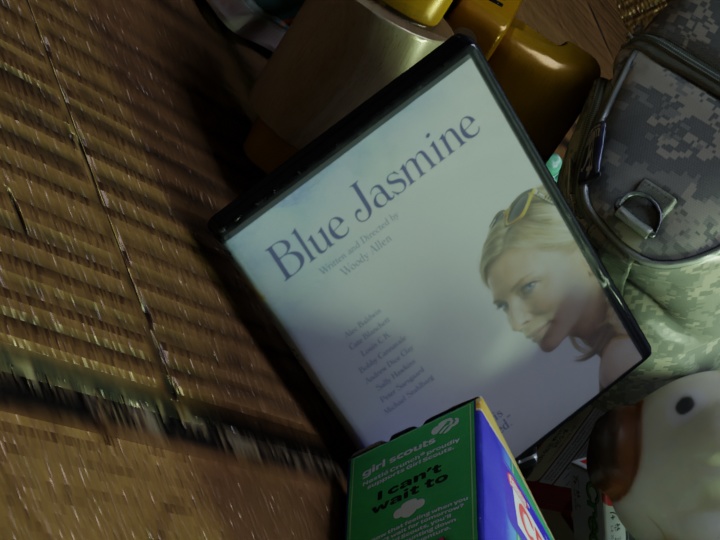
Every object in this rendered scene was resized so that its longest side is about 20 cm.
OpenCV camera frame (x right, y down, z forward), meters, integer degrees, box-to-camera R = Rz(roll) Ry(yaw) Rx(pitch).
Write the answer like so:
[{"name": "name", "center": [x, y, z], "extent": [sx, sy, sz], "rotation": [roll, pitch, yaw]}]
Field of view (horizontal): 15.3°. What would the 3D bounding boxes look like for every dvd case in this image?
[{"name": "dvd case", "center": [0.036, 0.009, 1.223], "extent": [0.200, 0.143, 0.018], "rotation": [57, -8, -32]}]

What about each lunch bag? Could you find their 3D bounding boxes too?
[{"name": "lunch bag", "center": [0.165, -0.029, 1.364], "extent": [0.139, 0.168, 0.200], "rotation": [33, -24, 14]}]

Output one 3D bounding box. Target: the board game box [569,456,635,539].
[{"name": "board game box", "center": [0.173, 0.181, 1.378], "extent": [0.035, 0.126, 0.201], "rotation": [24, -57, 59]}]

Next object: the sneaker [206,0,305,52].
[{"name": "sneaker", "center": [-0.028, -0.163, 1.447], "extent": [0.071, 0.080, 0.200], "rotation": [62, 12, 4]}]

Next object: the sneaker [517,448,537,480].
[{"name": "sneaker", "center": [0.017, 0.031, 1.312], "extent": [0.200, 0.078, 0.090], "rotation": [62, 3, -42]}]

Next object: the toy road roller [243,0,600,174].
[{"name": "toy road roller", "center": [0.038, -0.096, 1.331], "extent": [0.146, 0.123, 0.200], "rotation": [32, 20, -2]}]

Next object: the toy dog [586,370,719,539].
[{"name": "toy dog", "center": [0.182, 0.146, 1.264], "extent": [0.194, 0.139, 0.201], "rotation": [148, -67, -77]}]

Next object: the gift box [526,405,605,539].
[{"name": "gift box", "center": [0.207, 0.140, 1.538], "extent": [0.200, 0.185, 0.187], "rotation": [10, -39, 53]}]

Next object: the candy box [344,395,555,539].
[{"name": "candy box", "center": [0.058, 0.180, 1.155], "extent": [0.169, 0.077, 0.200], "rotation": [61, 11, -23]}]

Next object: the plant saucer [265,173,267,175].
[{"name": "plant saucer", "center": [0.000, 0.000, 1.403], "extent": [0.200, 0.019, 0.070], "rotation": [45, 23, -55]}]

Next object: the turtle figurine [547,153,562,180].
[{"name": "turtle figurine", "center": [0.123, -0.065, 1.857], "extent": [0.200, 0.100, 0.150], "rotation": [-122, -167, -74]}]
